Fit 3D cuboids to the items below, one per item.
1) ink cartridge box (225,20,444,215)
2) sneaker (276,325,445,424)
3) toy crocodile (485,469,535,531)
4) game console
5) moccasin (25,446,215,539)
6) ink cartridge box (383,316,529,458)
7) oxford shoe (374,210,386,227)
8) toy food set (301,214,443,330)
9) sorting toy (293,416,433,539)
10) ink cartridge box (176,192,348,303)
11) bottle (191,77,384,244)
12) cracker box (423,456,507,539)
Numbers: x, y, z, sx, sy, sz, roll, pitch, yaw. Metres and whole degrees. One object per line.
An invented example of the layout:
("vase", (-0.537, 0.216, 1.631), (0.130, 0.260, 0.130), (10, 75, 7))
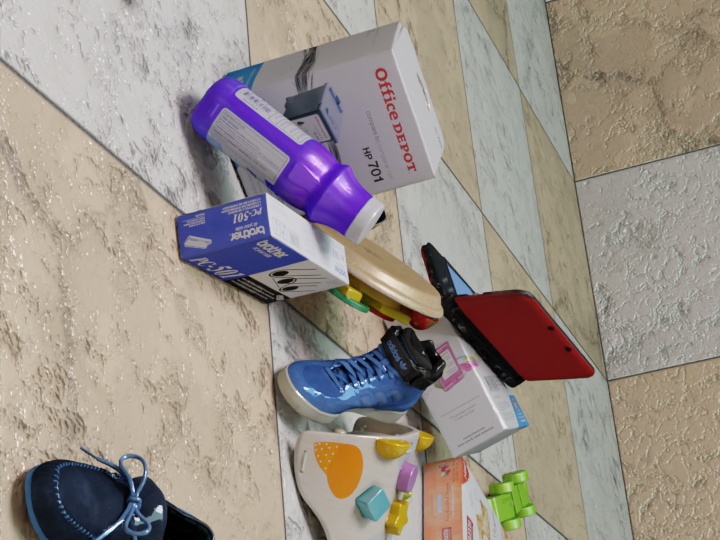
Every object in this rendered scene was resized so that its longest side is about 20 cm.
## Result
("ink cartridge box", (-0.031, -0.149, 1.592), (0.086, 0.198, 0.148), (-70, 142, -61))
("sneaker", (0.009, 0.100, 1.603), (0.199, 0.111, 0.077), (14, 39, -49))
("toy crocodile", (0.207, 0.334, 2.253), (0.200, 0.061, 0.068), (-11, 88, -69))
("game console", (0.183, 0.049, 1.955), (0.200, 0.118, 0.173), (47, 19, -41))
("moccasin", (-0.169, 0.171, 1.129), (0.200, 0.067, 0.082), (38, 42, -64))
("ink cartridge box", (0.124, 0.129, 2.002), (0.202, 0.084, 0.144), (64, 14, 11))
("oxford shoe", (-0.029, -0.085, 1.763), (0.200, 0.074, 0.071), (26, 53, -68))
("toy food set", (0.000, 0.000, 1.665), (0.197, 0.049, 0.200), (26, 10, -41))
("sorting toy", (0.005, 0.254, 1.628), (0.200, 0.105, 0.183), (2, 95, -72))
("ink cartridge box", (-0.089, -0.017, 1.486), (0.200, 0.093, 0.045), (33, 46, -65))
("bottle", (-0.068, -0.103, 1.494), (0.199, 0.066, 0.084), (38, 8, 5))
("cracker box", (0.138, 0.351, 2.003), (0.201, 0.057, 0.135), (59, 24, -44))
